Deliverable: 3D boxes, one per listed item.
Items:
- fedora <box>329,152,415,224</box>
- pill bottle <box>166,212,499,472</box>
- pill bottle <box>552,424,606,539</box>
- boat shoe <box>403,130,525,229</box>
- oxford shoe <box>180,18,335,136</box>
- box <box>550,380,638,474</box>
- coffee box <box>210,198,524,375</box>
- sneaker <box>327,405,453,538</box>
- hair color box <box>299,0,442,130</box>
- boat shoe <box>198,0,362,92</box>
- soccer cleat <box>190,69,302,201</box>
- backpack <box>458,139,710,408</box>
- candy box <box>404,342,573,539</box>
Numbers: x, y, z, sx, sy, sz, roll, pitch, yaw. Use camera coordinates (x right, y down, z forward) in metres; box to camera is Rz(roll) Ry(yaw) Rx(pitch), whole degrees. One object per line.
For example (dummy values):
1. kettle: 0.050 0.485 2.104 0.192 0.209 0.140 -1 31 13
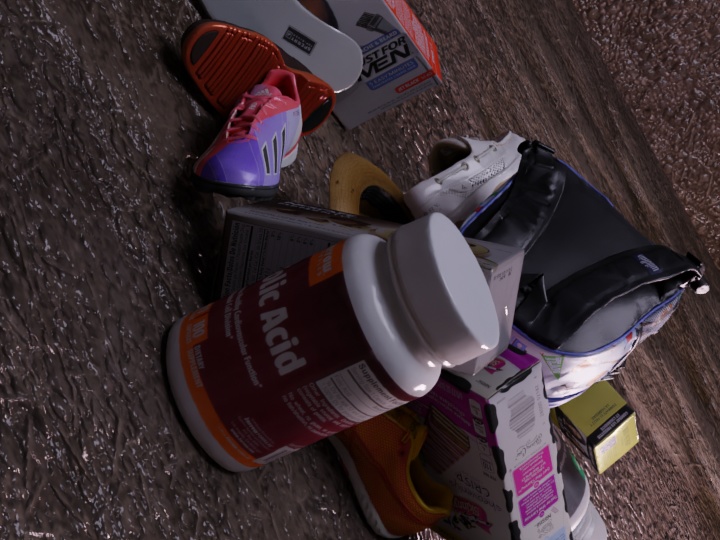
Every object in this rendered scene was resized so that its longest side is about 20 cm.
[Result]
1. fedora: 0.000 0.000 1.441 0.201 0.081 0.201 51 25 -35
2. pill bottle: -0.018 0.046 1.141 0.114 0.199 0.115 53 21 -31
3. pill bottle: 0.132 0.181 1.531 0.200 0.113 0.113 56 20 -27
4. boat shoe: 0.094 -0.090 1.536 0.069 0.071 0.200 48 32 -4
5. oxford shoe: -0.098 -0.167 1.435 0.073 0.071 0.200 45 8 28
6. box: 0.161 0.082 1.523 0.200 0.050 0.075 49 -7 26
7. coffee box: 0.006 0.008 1.248 0.113 0.199 0.080 -22 123 -71
8. sneaker: 0.007 0.112 1.327 0.201 0.077 0.073 57 21 -20
9. hair color box: -0.017 -0.237 1.648 0.200 0.110 0.064 50 23 -38
10. boat shoe: -0.083 -0.222 1.532 0.200 0.071 0.064 35 -1 -41
11. soccer cleat: -0.083 -0.103 1.325 0.200 0.068 0.074 -61 163 -72
12. backpack: 0.146 0.018 1.412 0.200 0.155 0.190 39 39 19
13. candy box: 0.089 0.137 1.352 0.136 0.061 0.201 28 -38 46
